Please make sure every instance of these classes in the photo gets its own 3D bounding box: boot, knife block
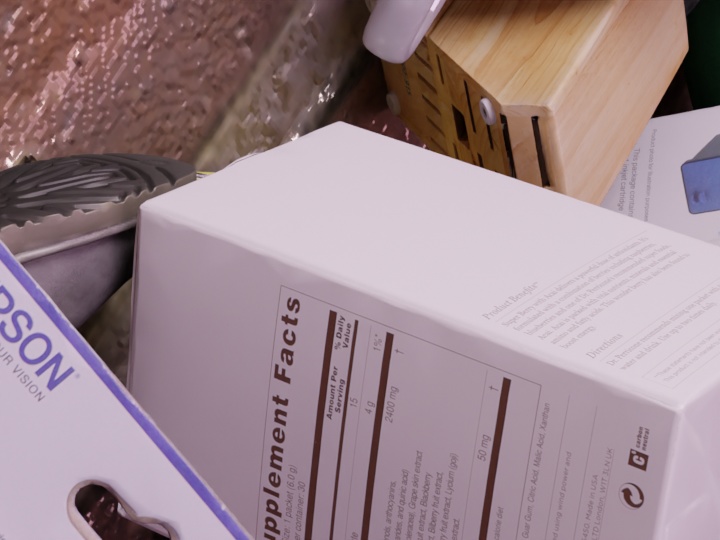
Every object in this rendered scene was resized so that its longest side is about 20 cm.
[{"bbox_3d":[-0.119,0.075,0.753,0.181,0.072,0.202,-23,113,-30],"label":"boot"},{"bbox_3d":[0.100,-0.102,0.893,0.174,0.200,0.064,-22,122,-12],"label":"knife block"}]

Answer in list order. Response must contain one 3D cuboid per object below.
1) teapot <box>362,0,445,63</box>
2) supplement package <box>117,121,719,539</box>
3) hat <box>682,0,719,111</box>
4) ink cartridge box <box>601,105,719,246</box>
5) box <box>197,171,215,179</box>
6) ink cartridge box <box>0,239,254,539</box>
[{"bbox_3d":[0.069,-0.182,0.843,0.198,0.199,0.146,-6,146,-27],"label":"teapot"},{"bbox_3d":[0.035,0.045,0.735,0.121,0.199,0.121,-27,130,-51],"label":"supplement package"},{"bbox_3d":[0.168,-0.064,1.058,0.199,0.166,0.176,36,109,-13],"label":"hat"},{"bbox_3d":[0.198,-0.003,1.010,0.146,0.198,0.088,52,39,-44],"label":"ink cartridge box"},{"bbox_3d":[0.000,0.000,0.894,0.199,0.050,0.076,-2,104,-50],"label":"box"},{"bbox_3d":[-0.119,0.120,0.606,0.200,0.043,0.197,-40,112,-7],"label":"ink cartridge box"}]
